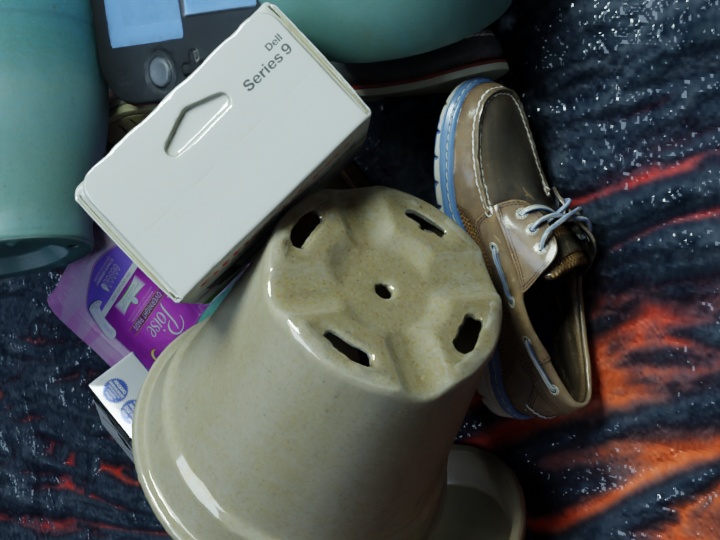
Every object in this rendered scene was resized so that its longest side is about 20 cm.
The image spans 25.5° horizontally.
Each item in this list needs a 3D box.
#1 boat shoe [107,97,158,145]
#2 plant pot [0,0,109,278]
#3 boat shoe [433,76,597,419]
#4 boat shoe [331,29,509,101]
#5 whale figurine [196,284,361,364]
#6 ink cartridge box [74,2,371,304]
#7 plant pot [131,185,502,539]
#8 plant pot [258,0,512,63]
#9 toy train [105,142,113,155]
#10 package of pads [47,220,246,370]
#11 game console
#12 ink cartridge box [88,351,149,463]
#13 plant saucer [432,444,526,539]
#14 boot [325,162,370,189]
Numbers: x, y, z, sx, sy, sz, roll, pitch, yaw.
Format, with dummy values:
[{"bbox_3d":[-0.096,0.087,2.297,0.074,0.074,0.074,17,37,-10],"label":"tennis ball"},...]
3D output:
[{"bbox_3d":[-0.116,-0.134,1.159,0.199,0.074,0.069,-13,56,45],"label":"boat shoe"},{"bbox_3d":[-0.266,-0.096,1.131,0.199,0.199,0.190,-23,74,51],"label":"plant pot"},{"bbox_3d":[0.099,-0.013,0.914,0.072,0.072,0.202,0,108,47],"label":"boat shoe"},{"bbox_3d":[0.016,-0.138,0.989,0.199,0.071,0.063,4,98,56],"label":"boat shoe"},{"bbox_3d":[-0.071,0.100,1.118,0.159,0.103,0.201,44,137,37],"label":"whale figurine"},{"bbox_3d":[-0.073,-0.058,0.907,0.088,0.145,0.200,45,177,2],"label":"ink cartridge box"},{"bbox_3d":[-0.012,0.057,0.897,0.201,0.199,0.184,60,146,24],"label":"plant pot"},{"bbox_3d":[0.010,-0.213,0.885,0.200,0.200,0.162,20,133,48],"label":"plant pot"},{"bbox_3d":[-0.271,-0.125,1.292,0.085,0.113,0.201,-13,103,62],"label":"toy train"},{"bbox_3d":[-0.146,-0.003,1.191,0.120,0.076,0.200,43,136,3],"label":"package of pads"},{"bbox_3d":[-0.121,-0.214,1.057,0.176,0.031,0.202,2,103,45],"label":"game console"},{"bbox_3d":[-0.116,0.159,1.151,0.200,0.044,0.094,47,163,15],"label":"ink cartridge box"},{"bbox_3d":[0.017,0.188,0.979,0.199,0.200,0.030,4,134,52],"label":"plant saucer"},{"bbox_3d":[0.000,0.000,1.032,0.200,0.075,0.074,46,128,34],"label":"boot"}]
